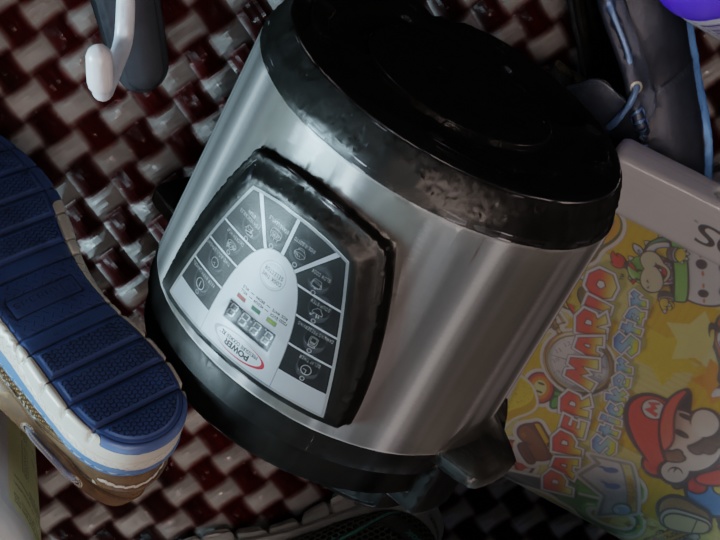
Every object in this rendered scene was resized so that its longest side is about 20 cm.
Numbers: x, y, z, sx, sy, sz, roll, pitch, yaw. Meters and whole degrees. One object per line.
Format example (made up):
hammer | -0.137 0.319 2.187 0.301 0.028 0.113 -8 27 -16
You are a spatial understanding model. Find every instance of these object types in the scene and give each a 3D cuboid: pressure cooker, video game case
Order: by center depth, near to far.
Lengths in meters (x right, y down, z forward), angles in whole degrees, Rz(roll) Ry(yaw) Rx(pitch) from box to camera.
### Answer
pressure cooker | 0.002 0.000 0.747 0.177 0.177 0.201 18 120 -21
video game case | 0.164 0.059 0.797 0.181 0.023 0.201 27 129 7

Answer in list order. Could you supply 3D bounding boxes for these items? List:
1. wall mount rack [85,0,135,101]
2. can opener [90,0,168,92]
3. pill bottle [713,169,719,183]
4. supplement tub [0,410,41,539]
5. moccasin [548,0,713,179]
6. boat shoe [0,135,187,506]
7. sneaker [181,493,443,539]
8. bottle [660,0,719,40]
wall mount rack | -0.138 -0.150 0.583 0.197 0.075 0.175 7 125 1
can opener | -0.108 -0.169 0.707 0.078 0.064 0.202 -8 117 -4
pill bottle | 0.208 0.057 0.866 0.108 0.110 0.202 -3 116 -12
supplement tub | -0.212 0.117 0.745 0.143 0.200 0.147 -5 117 -10
moccasin | 0.116 -0.094 0.796 0.067 0.080 0.202 -15 105 -18
boat shoe | -0.153 0.020 0.739 0.072 0.201 0.073 -19 151 -36
sneaker | -0.044 0.177 0.876 0.198 0.091 0.078 -24 118 -1
bottle | 0.204 -0.126 0.761 0.083 0.066 0.199 -19 159 35
